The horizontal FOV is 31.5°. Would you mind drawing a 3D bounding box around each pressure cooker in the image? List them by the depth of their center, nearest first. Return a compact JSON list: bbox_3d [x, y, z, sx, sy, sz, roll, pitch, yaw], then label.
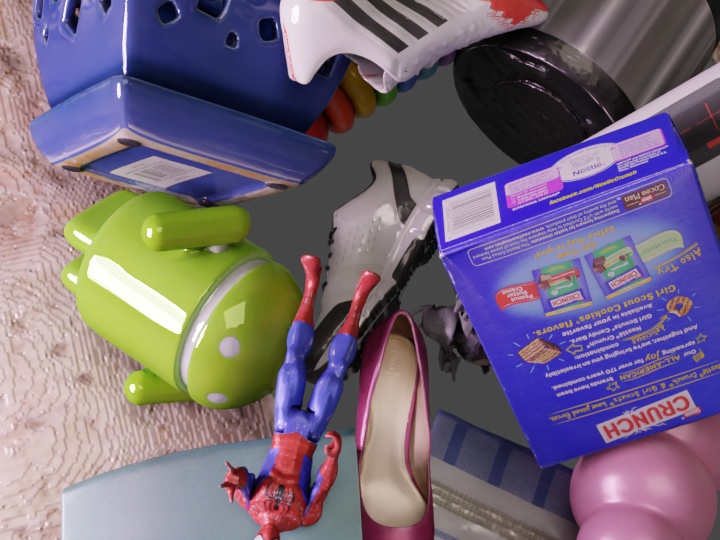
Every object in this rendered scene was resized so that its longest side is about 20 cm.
[{"bbox_3d":[0.188,-0.188,1.008,0.175,0.179,0.201,23,67,37],"label":"pressure cooker"}]

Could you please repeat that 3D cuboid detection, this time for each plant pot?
[{"bbox_3d":[-0.103,0.195,0.884,0.197,0.141,0.143,-2,74,-6],"label":"plant pot"},{"bbox_3d":[-0.124,-0.153,0.923,0.198,0.199,0.182,14,78,-33],"label":"plant pot"}]

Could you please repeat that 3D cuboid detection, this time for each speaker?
[{"bbox_3d":[0.217,-0.080,0.882,0.199,0.081,0.082,-29,78,26],"label":"speaker"}]

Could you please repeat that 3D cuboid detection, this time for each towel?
[{"bbox_3d":[0.090,0.221,0.958,0.145,0.024,0.202,24,62,-2],"label":"towel"}]

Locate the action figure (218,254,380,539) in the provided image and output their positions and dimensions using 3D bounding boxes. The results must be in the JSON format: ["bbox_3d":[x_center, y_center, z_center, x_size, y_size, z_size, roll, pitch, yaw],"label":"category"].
[{"bbox_3d":[-0.037,0.086,0.801,0.064,0.099,0.202,14,76,2],"label":"action figure"}]

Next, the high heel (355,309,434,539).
[{"bbox_3d":[0.028,0.132,0.921,0.066,0.096,0.202,6,60,-3],"label":"high heel"}]

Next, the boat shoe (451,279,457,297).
[{"bbox_3d":[0.166,-0.026,1.028,0.199,0.071,0.073,-31,82,-19],"label":"boat shoe"}]

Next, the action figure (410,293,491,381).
[{"bbox_3d":[0.134,0.036,0.971,0.197,0.130,0.070,0,66,-8],"label":"action figure"}]

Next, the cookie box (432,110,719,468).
[{"bbox_3d":[0.161,0.020,0.858,0.169,0.076,0.201,-19,121,13],"label":"cookie box"}]

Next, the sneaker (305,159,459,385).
[{"bbox_3d":[0.000,0.000,0.998,0.079,0.074,0.201,27,66,13],"label":"sneaker"}]

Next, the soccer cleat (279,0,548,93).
[{"bbox_3d":[0.037,-0.165,0.877,0.198,0.069,0.086,-3,107,-25],"label":"soccer cleat"}]

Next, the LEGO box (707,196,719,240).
[{"bbox_3d":[0.307,0.001,0.981,0.149,0.200,0.077,42,72,2],"label":"LEGO box"}]

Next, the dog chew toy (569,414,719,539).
[{"bbox_3d":[0.209,0.158,0.937,0.123,0.125,0.201,27,49,-3],"label":"dog chew toy"}]

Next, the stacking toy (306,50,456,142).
[{"bbox_3d":[0.000,-0.161,1.034,0.199,0.085,0.086,-40,85,-13],"label":"stacking toy"}]

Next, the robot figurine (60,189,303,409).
[{"bbox_3d":[-0.123,0.020,0.920,0.199,0.177,0.115,31,39,20],"label":"robot figurine"}]
